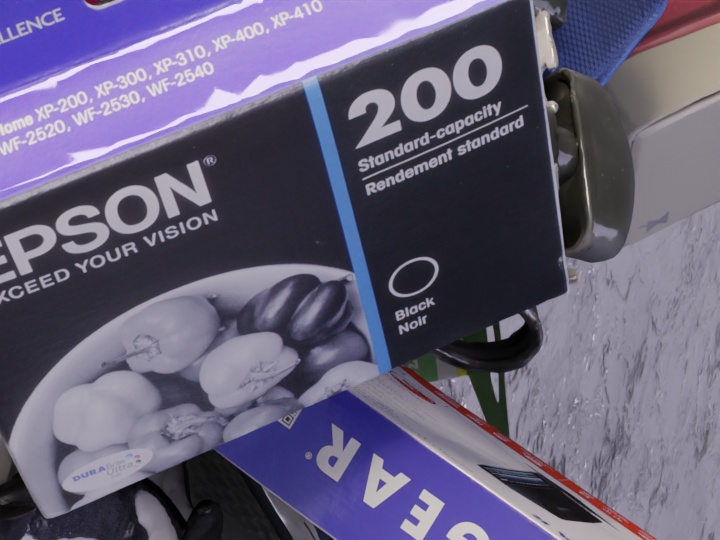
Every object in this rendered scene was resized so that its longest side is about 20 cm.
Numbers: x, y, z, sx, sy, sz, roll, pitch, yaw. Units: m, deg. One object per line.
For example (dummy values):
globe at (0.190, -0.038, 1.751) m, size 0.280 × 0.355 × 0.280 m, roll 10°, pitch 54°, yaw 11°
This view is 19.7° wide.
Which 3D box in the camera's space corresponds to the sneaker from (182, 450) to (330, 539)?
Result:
sneaker at (-0.021, 0.047, 0.936) m, size 0.146 × 0.077 × 0.203 m, roll -48°, pitch 142°, yaw -27°

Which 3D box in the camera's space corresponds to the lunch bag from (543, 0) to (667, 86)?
lunch bag at (0.029, -0.132, 0.901) m, size 0.201 × 0.132 × 0.136 m, roll 56°, pitch 39°, yaw -9°

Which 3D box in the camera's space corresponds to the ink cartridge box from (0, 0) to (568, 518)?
ink cartridge box at (-0.037, -0.029, 0.628) m, size 0.201 × 0.197 × 0.044 m, roll 74°, pitch -9°, yaw -48°

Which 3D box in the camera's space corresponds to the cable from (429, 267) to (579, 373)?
cable at (0.000, 0.000, 0.852) m, size 0.050 × 0.198 × 0.098 m, roll -109°, pitch -168°, yaw -65°

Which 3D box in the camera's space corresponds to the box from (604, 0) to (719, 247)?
box at (0.136, -0.137, 1.088) m, size 0.201 × 0.108 × 0.128 m, roll 61°, pitch -10°, yaw 24°

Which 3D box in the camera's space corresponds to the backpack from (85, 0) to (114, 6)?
backpack at (-0.075, -0.181, 0.646) m, size 0.150 × 0.177 × 0.201 m, roll 41°, pitch 65°, yaw -34°

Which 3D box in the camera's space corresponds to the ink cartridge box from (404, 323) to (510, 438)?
ink cartridge box at (0.030, -0.003, 0.999) m, size 0.201 × 0.047 × 0.147 m, roll -101°, pitch -177°, yaw -56°

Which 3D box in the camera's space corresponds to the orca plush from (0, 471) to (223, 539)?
orca plush at (-0.124, 0.096, 0.795) m, size 0.105 × 0.071 × 0.200 m, roll -40°, pitch 157°, yaw 15°

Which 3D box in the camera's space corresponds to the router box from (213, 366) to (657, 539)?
router box at (0.059, 0.105, 0.802) m, size 0.049 × 0.199 × 0.179 m, roll -57°, pitch 161°, yaw 4°

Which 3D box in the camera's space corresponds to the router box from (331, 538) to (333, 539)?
router box at (-0.007, 0.206, 1.088) m, size 0.200 × 0.052 × 0.159 m, roll 50°, pitch 52°, yaw -60°

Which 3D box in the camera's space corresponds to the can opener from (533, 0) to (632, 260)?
can opener at (0.061, -0.099, 0.776) m, size 0.066 × 0.052 × 0.202 m, roll 11°, pitch 70°, yaw -37°
